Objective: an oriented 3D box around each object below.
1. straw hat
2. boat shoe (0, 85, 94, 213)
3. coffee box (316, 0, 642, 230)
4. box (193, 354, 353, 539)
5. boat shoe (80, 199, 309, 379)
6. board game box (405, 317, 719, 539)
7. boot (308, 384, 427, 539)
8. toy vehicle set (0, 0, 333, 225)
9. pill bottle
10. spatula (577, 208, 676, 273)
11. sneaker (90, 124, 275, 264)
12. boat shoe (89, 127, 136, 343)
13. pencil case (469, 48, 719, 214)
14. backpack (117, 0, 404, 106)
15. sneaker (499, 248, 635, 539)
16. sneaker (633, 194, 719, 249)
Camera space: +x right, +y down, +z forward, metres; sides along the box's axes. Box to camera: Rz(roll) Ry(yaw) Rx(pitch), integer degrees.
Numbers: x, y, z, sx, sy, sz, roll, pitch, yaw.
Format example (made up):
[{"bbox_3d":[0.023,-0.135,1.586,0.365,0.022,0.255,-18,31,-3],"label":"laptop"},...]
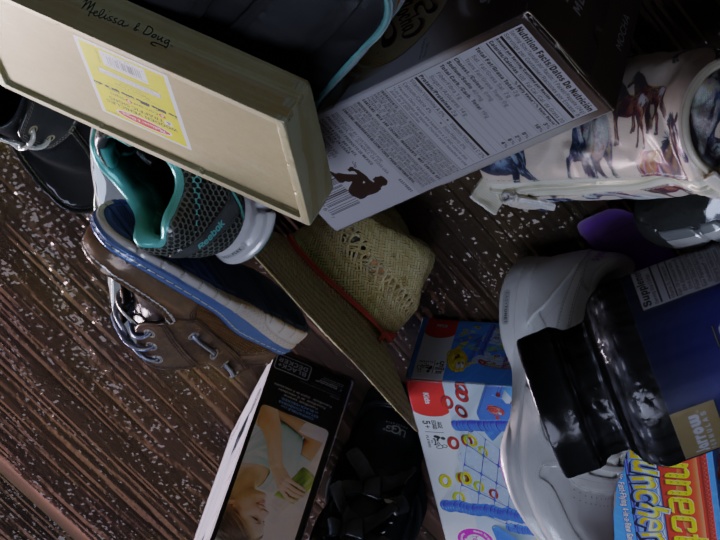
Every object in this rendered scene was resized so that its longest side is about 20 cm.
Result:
[{"bbox_3d":[0.000,0.000,1.455,0.085,0.201,0.201,-43,119,-1],"label":"straw hat"},{"bbox_3d":[-0.211,-0.101,1.443,0.072,0.068,0.200,-5,135,23],"label":"boat shoe"},{"bbox_3d":[0.049,-0.115,1.296,0.200,0.113,0.080,-23,124,37],"label":"coffee box"},{"bbox_3d":[-0.072,0.167,1.583,0.060,0.200,0.117,23,138,-5],"label":"box"},{"bbox_3d":[-0.108,0.023,1.411,0.072,0.072,0.200,-44,142,10],"label":"boat shoe"},{"bbox_3d":[0.144,0.123,1.564,0.196,0.056,0.200,3,137,18],"label":"board game box"},{"bbox_3d":[-0.002,0.188,1.608,0.073,0.163,0.198,17,139,4],"label":"boot"},{"bbox_3d":[-0.113,-0.098,1.238,0.200,0.027,0.124,25,161,14],"label":"toy vehicle set"},{"bbox_3d":[0.196,0.045,1.336,0.200,0.112,0.112,-21,130,6],"label":"pill bottle"},{"bbox_3d":[0.221,0.022,1.449,0.200,0.021,0.057,31,153,-18],"label":"spatula"},{"bbox_3d":[-0.119,-0.095,1.341,0.078,0.091,0.200,-31,80,37],"label":"sneaker"},{"bbox_3d":[-0.136,-0.049,1.465,0.071,0.064,0.200,-3,117,-13],"label":"boat shoe"},{"bbox_3d":[0.145,-0.071,1.274,0.078,0.089,0.200,28,164,-31],"label":"pencil case"},{"bbox_3d":[-0.051,-0.183,1.216,0.176,0.153,0.200,34,159,-9],"label":"backpack"},{"bbox_3d":[0.135,0.082,1.420,0.100,0.200,0.075,-14,166,37],"label":"sneaker"},{"bbox_3d":[0.219,-0.094,1.296,0.200,0.075,0.116,-24,119,26],"label":"sneaker"}]
